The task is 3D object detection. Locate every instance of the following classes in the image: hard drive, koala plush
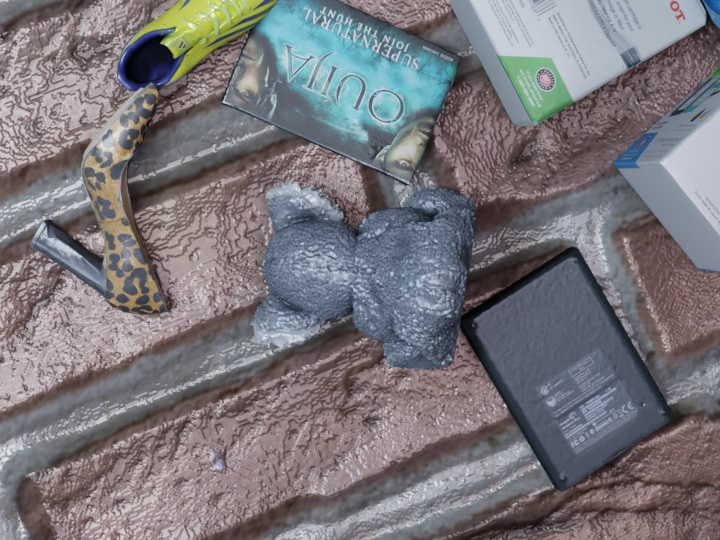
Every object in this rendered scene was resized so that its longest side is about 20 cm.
[{"bbox_3d":[0.204,0.097,1.569,0.139,0.033,0.201,-32,98,-5],"label":"hard drive"},{"bbox_3d":[0.000,0.000,1.473,0.199,0.184,0.179,10,92,3],"label":"koala plush"}]

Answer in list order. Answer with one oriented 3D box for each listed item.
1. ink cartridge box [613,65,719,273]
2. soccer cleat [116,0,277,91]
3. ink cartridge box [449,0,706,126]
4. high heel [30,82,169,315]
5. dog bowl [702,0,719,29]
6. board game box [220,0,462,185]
[{"bbox_3d":[0.380,-0.115,1.525,0.200,0.147,0.146,-42,98,-5],"label":"ink cartridge box"},{"bbox_3d":[-0.142,-0.224,1.430,0.200,0.084,0.065,-34,103,26],"label":"soccer cleat"},{"bbox_3d":[0.208,-0.250,1.520,0.199,0.083,0.147,-29,98,-6],"label":"ink cartridge box"},{"bbox_3d":[-0.199,-0.062,1.470,0.142,0.071,0.200,34,106,-3],"label":"high heel"},{"bbox_3d":[0.361,-0.305,1.511,0.111,0.050,0.201,-20,62,5],"label":"dog bowl"},{"bbox_3d":[-0.018,-0.182,1.517,0.199,0.028,0.136,23,90,-10],"label":"board game box"}]
